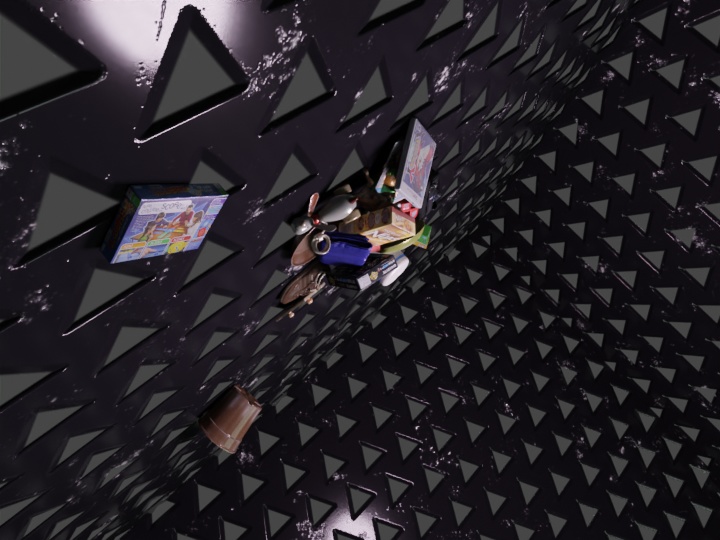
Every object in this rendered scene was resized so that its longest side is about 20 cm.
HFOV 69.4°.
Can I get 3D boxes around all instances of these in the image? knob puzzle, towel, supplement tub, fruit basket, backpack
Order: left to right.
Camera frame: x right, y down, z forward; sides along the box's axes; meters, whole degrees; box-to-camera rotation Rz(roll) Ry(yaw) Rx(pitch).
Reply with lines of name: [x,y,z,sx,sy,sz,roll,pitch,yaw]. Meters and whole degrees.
knob puzzle: [-0.189,0.104,1.830,0.218,0.031,0.220,-38,-177,2]
towel: [-0.047,-0.061,1.496,0.200,0.144,0.051,117,-19,-73]
supplement tub: [0.064,-0.059,1.846,0.131,0.201,0.132,-40,167,-11]
fruit basket: [0.116,-0.294,1.525,0.184,0.094,0.202,-29,157,-51]
backpack: [0.193,-0.251,1.832,0.163,0.153,0.202,-42,145,-16]

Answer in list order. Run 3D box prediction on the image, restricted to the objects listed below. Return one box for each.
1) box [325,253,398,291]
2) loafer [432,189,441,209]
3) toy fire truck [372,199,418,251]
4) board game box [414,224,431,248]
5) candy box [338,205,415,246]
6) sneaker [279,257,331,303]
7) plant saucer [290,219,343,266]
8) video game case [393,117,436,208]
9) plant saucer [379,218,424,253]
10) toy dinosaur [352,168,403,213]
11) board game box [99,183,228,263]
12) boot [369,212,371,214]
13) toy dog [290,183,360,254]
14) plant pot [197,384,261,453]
box: [0.000,0.000,1.642,0.157,0.047,0.198,-31,-161,-28]
loafer: [0.285,-0.275,2.159,0.068,0.071,0.202,-37,165,-23]
toy fire truck: [0.095,-0.146,1.612,0.196,0.048,0.144,-16,122,-34]
board game box: [0.152,-0.148,1.857,0.153,0.196,0.041,70,42,-76]
candy box: [0.045,-0.118,1.473,0.197,0.057,0.114,-13,160,39]
sneaker: [-0.178,0.048,1.702,0.200,0.076,0.070,-45,167,-1]
plant saucer: [-0.133,-0.096,1.486,0.200,0.037,0.201,-43,166,-13]
video game case: [0.160,-0.301,1.485,0.181,0.022,0.205,21,81,-62]
plant saucer: [0.121,-0.106,1.684,0.196,0.032,0.201,-22,-159,9]
toy dinosaur: [0.031,-0.191,1.469,0.136,0.196,0.087,-52,-156,44]
board game box: [-0.331,-0.086,0.894,0.136,0.034,0.199,-52,166,24]
boot: [0.107,-0.183,1.727,0.127,0.069,0.201,11,146,-18]
toy dog: [-0.076,-0.149,1.341,0.201,0.132,0.096,-50,-168,-19]
plant pot: [-0.516,0.588,2.101,0.199,0.199,0.201,-50,168,-9]
